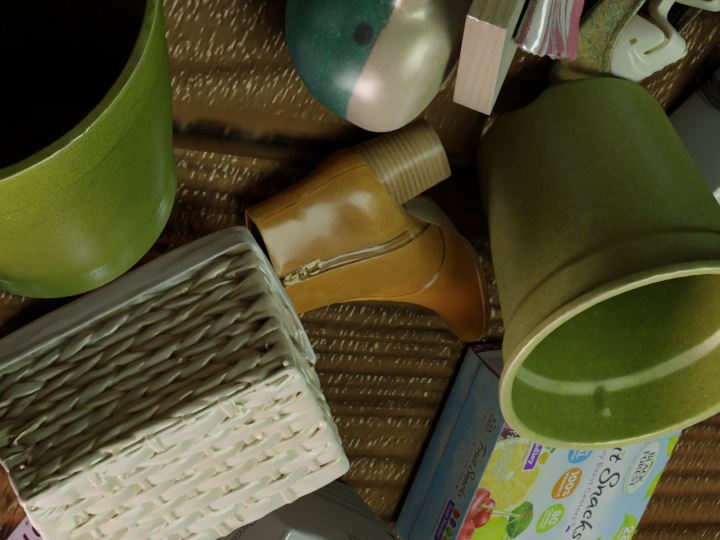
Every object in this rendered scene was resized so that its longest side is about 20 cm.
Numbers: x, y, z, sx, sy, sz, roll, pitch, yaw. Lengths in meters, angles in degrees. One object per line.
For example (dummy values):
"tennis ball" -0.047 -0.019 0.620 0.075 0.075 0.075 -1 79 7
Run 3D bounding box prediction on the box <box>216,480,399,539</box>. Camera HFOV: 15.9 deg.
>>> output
"box" -0.085 0.231 1.735 0.200 0.131 0.199 -50 142 8

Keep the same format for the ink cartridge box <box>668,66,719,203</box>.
"ink cartridge box" 0.291 -0.079 1.824 0.200 0.086 0.146 -43 141 -1

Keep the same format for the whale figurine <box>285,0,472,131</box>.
"whale figurine" 0.027 -0.182 1.488 0.201 0.103 0.159 -64 174 11

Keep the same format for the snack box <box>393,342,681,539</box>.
"snack box" 0.141 0.133 1.897 0.199 0.068 0.169 -6 127 -40

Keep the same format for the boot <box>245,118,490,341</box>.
"boot" 0.000 0.000 1.663 0.144 0.071 0.202 -29 136 -10

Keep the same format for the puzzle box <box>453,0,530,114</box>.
"puzzle box" 0.102 -0.201 1.471 0.133 0.025 0.201 93 19 -72

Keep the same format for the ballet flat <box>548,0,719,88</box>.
"ballet flat" 0.202 -0.175 1.676 0.200 0.071 0.071 -49 141 6

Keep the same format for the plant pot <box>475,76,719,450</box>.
"plant pot" 0.159 -0.015 1.664 0.199 0.185 0.201 -13 147 -8

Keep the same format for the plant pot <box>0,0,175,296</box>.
"plant pot" -0.179 -0.083 1.329 0.200 0.200 0.193 -37 152 -9

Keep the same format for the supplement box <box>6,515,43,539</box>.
"supplement box" -0.164 0.242 1.618 0.109 0.200 0.061 -50 141 7

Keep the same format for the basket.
"basket" -0.119 0.090 1.552 0.199 0.124 0.136 -26 140 0

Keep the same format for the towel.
"towel" 0.133 -0.194 1.518 0.200 0.030 0.147 -30 140 -82
